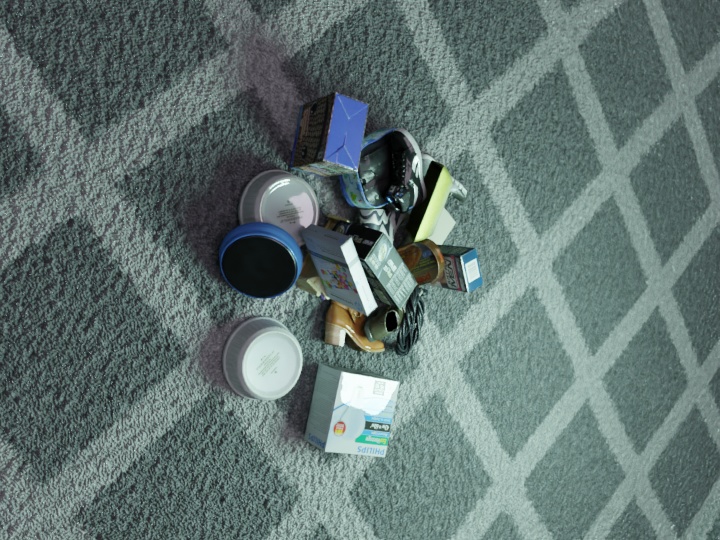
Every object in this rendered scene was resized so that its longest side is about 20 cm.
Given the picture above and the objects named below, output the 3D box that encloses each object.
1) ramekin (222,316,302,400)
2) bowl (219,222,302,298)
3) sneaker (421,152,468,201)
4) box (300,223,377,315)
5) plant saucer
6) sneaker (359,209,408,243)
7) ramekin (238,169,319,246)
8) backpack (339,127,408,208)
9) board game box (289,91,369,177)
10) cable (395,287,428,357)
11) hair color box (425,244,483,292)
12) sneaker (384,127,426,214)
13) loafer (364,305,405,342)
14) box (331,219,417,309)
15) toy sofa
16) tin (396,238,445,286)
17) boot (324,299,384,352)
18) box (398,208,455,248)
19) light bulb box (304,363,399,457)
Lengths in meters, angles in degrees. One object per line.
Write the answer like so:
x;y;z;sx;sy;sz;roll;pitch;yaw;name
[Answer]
-0.230;0.221;1.535;0.198;0.093;0.209;-3;95;-31;ramekin
-0.234;-0.017;1.475;0.194;0.040;0.205;-1;128;-1;bowl
0.209;-0.231;1.794;0.198;0.075;0.117;37;79;-17;sneaker
-0.051;-0.002;1.487;0.041;0.154;0.203;-40;128;-25;box
0.183;-0.178;1.652;0.047;0.200;0.204;19;102;-7;plant saucer
0.065;-0.094;1.681;0.198;0.078;0.134;-5;97;-62;sneaker
-0.189;-0.141;1.526;0.198;0.093;0.209;-2;94;-31;ramekin
0.032;-0.256;1.627;0.198;0.145;0.187;-32;115;-37;backpack
-0.078;-0.323;1.528;0.095;0.198;0.164;11;87;-29;board game box
0.141;0.144;1.736;0.050;0.163;0.205;17;90;13;cable
0.225;-0.009;1.657;0.060;0.198;0.103;-24;108;-29;hair color box
0.098;-0.233;1.543;0.111;0.072;0.204;-40;124;-32;sneaker
0.081;0.139;1.695;0.199;0.068;0.077;-35;108;-59;loafer
0.023;-0.015;1.550;0.087;0.162;0.201;-53;132;-17;box
-0.085;-0.033;1.611;0.202;0.082;0.098;-57;135;-15;toy sofa
0.144;-0.016;1.661;0.041;0.198;0.114;-26;93;-37;tin
-0.003;0.133;1.685;0.197;0.073;0.159;17;78;-37;boot
0.179;-0.085;1.780;0.082;0.068;0.202;45;71;-27;box
-0.023;0.367;1.655;0.194;0.124;0.206;14;85;-31;light bulb box
